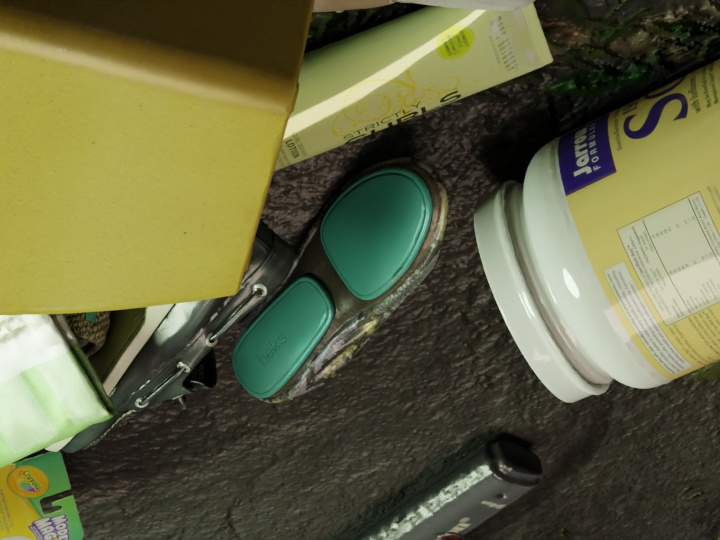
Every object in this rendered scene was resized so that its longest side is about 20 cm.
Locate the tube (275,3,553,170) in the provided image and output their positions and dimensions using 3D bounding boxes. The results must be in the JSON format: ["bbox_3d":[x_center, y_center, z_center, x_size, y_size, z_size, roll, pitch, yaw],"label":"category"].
[{"bbox_3d":[-0.002,-0.093,1.240,0.199,0.052,0.058,-21,-173,4],"label":"tube"}]

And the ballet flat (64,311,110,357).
[{"bbox_3d":[-0.193,0.062,1.256,0.068,0.076,0.200,20,138,-34],"label":"ballet flat"}]

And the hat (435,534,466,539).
[{"bbox_3d":[0.122,0.224,1.725,0.165,0.177,0.200,-29,-174,-20],"label":"hat"}]

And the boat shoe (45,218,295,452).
[{"bbox_3d":[-0.097,0.036,1.239,0.066,0.075,0.200,23,127,-20],"label":"boat shoe"}]

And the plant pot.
[{"bbox_3d":[-0.113,-0.098,1.031,0.175,0.201,0.201,13,140,-4],"label":"plant pot"}]

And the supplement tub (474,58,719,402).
[{"bbox_3d":[0.175,-0.025,1.299,0.199,0.146,0.145,-25,142,18],"label":"supplement tub"}]

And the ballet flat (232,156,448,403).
[{"bbox_3d":[0.000,0.000,1.363,0.072,0.072,0.200,13,137,-31],"label":"ballet flat"}]

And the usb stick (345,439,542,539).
[{"bbox_3d":[0.037,0.173,1.624,0.055,0.033,0.200,24,131,-38],"label":"usb stick"}]

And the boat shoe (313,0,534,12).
[{"bbox_3d":[-0.006,-0.159,1.133,0.199,0.075,0.068,17,138,-19],"label":"boat shoe"}]

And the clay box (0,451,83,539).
[{"bbox_3d":[-0.273,0.140,1.475,0.198,0.048,0.115,-10,144,-5],"label":"clay box"}]

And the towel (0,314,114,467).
[{"bbox_3d":[-0.222,0.010,1.193,0.148,0.031,0.201,-23,105,24],"label":"towel"}]
